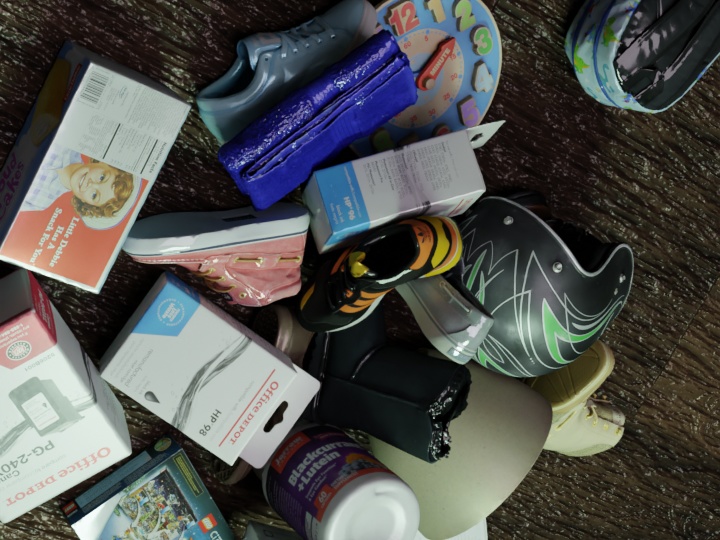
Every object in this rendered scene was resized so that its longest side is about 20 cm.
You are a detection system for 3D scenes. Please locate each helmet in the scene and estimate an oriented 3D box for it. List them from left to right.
[{"bbox_3d":[0.173,0.014,1.799,0.190,0.200,0.201,-16,121,-43],"label":"helmet"}]

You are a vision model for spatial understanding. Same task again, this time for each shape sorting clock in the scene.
[{"bbox_3d":[0.060,-0.193,1.724,0.199,0.039,0.201,-13,119,-25],"label":"shape sorting clock"}]

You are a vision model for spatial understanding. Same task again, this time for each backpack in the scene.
[{"bbox_3d":[0.310,-0.259,1.793,0.163,0.153,0.201,42,66,-40],"label":"backpack"}]

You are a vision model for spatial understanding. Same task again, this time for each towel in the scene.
[{"bbox_3d":[-0.034,-0.134,1.618,0.200,0.050,0.148,-36,162,-1],"label":"towel"}]

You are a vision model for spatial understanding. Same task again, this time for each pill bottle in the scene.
[{"bbox_3d":[-0.034,0.224,1.763,0.111,0.200,0.112,-11,114,-28],"label":"pill bottle"}]

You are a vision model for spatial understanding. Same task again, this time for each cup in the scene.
[{"bbox_3d":[0.087,0.167,1.838,0.143,0.200,0.200,44,86,-14],"label":"cup"}]

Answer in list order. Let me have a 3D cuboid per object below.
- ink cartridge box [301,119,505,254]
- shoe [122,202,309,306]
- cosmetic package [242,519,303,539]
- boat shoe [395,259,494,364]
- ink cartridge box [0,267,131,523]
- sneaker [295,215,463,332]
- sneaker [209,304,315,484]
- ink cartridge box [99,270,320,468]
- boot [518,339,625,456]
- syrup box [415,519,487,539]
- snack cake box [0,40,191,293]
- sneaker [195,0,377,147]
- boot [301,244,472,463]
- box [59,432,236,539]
[{"bbox_3d":[0.050,-0.082,1.693,0.199,0.116,0.068,-17,84,-11],"label":"ink cartridge box"},{"bbox_3d":[-0.140,-0.008,1.670,0.199,0.071,0.091,-9,113,-32],"label":"shoe"},{"bbox_3d":[-0.039,0.319,1.739,0.150,0.200,0.052,15,93,-13],"label":"cosmetic package"},{"bbox_3d":[0.078,0.008,1.720,0.070,0.201,0.072,27,112,-42],"label":"boat shoe"},{"bbox_3d":[-0.323,0.119,1.596,0.145,0.083,0.200,-28,125,-1],"label":"ink cartridge box"},{"bbox_3d":[0.000,0.000,1.668,0.200,0.070,0.090,-29,163,27],"label":"sneaker"},{"bbox_3d":[-0.091,0.133,1.770,0.075,0.070,0.201,9,109,-39],"label":"sneaker"},{"bbox_3d":[-0.143,0.106,1.679,0.200,0.067,0.116,36,92,-13],"label":"ink cartridge box"},{"bbox_3d":[0.253,0.149,1.949,0.155,0.073,0.200,13,136,-36],"label":"boot"},{"bbox_3d":[0.038,0.307,1.926,0.199,0.079,0.082,-20,122,-22],"label":"syrup box"},{"bbox_3d":[-0.255,-0.093,1.563,0.115,0.067,0.201,22,100,-38],"label":"snack cake box"},{"bbox_3d":[-0.071,-0.200,1.619,0.200,0.074,0.082,-44,132,-6],"label":"sneaker"},{"bbox_3d":[0.038,0.082,1.741,0.076,0.167,0.201,15,89,-65],"label":"boot"},{"bbox_3d":[-0.209,0.285,1.790,0.136,0.038,0.201,-34,126,-14],"label":"box"}]
